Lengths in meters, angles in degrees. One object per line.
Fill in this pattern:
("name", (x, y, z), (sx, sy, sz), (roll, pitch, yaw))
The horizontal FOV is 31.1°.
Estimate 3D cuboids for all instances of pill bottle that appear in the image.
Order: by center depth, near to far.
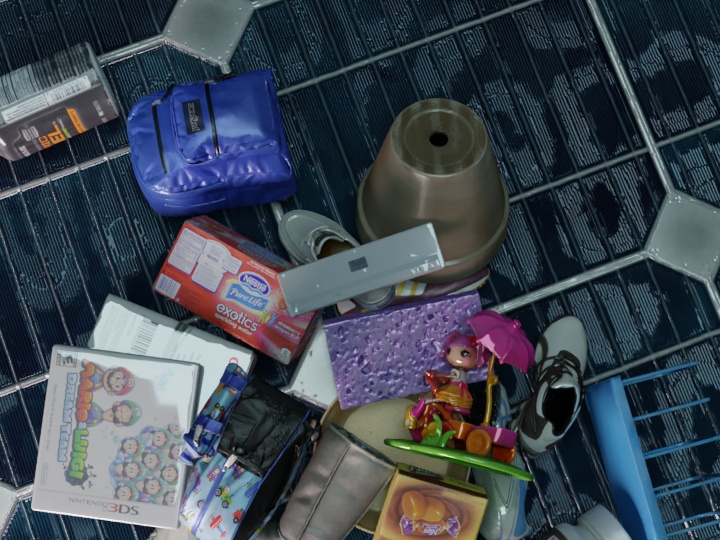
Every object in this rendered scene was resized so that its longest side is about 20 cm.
("pill bottle", (0.238, 0.381, 1.571), (0.199, 0.114, 0.114), (-35, 83, -7))
("pill bottle", (-0.420, -0.209, 1.663), (0.199, 0.106, 0.107), (-24, 82, -4))

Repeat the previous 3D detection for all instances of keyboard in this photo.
("keyboard", (0.000, 0.000, 1.548), (0.199, 0.011, 0.057), (-18, 85, 9))

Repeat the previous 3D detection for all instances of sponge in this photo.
("sponge", (0.061, 0.098, 1.605), (0.198, 0.030, 0.112), (-11, 101, -2))

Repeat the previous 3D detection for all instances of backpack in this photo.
("backpack", (-0.142, 0.225, 1.483), (0.134, 0.183, 0.201), (30, 83, 3))
("backpack", (-0.195, -0.168, 1.631), (0.198, 0.168, 0.164), (-12, 69, -1))

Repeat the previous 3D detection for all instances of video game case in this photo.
("video game case", (-0.294, 0.199, 1.558), (0.181, 0.024, 0.202), (7, 88, 2))

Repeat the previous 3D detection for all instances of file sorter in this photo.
("file sorter", (0.372, 0.221, 1.590), (0.122, 0.139, 0.201), (-14, 81, -7))

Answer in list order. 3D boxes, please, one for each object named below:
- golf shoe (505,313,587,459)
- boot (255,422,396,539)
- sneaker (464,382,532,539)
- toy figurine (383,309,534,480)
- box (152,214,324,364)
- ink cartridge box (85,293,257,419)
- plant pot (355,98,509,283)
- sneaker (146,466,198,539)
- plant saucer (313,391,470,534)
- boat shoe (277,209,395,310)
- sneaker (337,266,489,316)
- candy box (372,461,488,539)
("golf shoe", (0.253, 0.138, 1.603), (0.077, 0.094, 0.201), (30, 63, -15))
("boot", (-0.077, 0.277, 1.577), (0.181, 0.073, 0.201), (27, 102, 0))
("sneaker", (0.176, 0.240, 1.624), (0.072, 0.072, 0.202), (7, 72, -32))
("toy figurine", (0.133, 0.139, 1.548), (0.199, 0.150, 0.185), (5, 77, 43))
("box", (-0.145, 0.022, 1.622), (0.199, 0.095, 0.100), (29, 101, 4))
("ink cartridge box", (-0.246, 0.136, 1.617), (0.199, 0.086, 0.147), (22, 82, 1))
("plant pot", (0.091, -0.112, 1.592), (0.198, 0.174, 0.201), (0, 60, 1))
("sneaker", (-0.238, 0.327, 1.592), (0.084, 0.073, 0.202), (2, 82, -3))
("plant saucer", (0.040, 0.232, 1.632), (0.199, 0.035, 0.202), (0, 80, -1))
("boat shoe", (-0.038, -0.027, 1.621), (0.071, 0.070, 0.200), (-43, 55, -9))
("sneaker", (0.065, 0.013, 1.650), (0.199, 0.075, 0.091), (-20, 85, -5))
("candy box", (0.070, 0.348, 1.574), (0.116, 0.056, 0.201), (16, 98, -4))
